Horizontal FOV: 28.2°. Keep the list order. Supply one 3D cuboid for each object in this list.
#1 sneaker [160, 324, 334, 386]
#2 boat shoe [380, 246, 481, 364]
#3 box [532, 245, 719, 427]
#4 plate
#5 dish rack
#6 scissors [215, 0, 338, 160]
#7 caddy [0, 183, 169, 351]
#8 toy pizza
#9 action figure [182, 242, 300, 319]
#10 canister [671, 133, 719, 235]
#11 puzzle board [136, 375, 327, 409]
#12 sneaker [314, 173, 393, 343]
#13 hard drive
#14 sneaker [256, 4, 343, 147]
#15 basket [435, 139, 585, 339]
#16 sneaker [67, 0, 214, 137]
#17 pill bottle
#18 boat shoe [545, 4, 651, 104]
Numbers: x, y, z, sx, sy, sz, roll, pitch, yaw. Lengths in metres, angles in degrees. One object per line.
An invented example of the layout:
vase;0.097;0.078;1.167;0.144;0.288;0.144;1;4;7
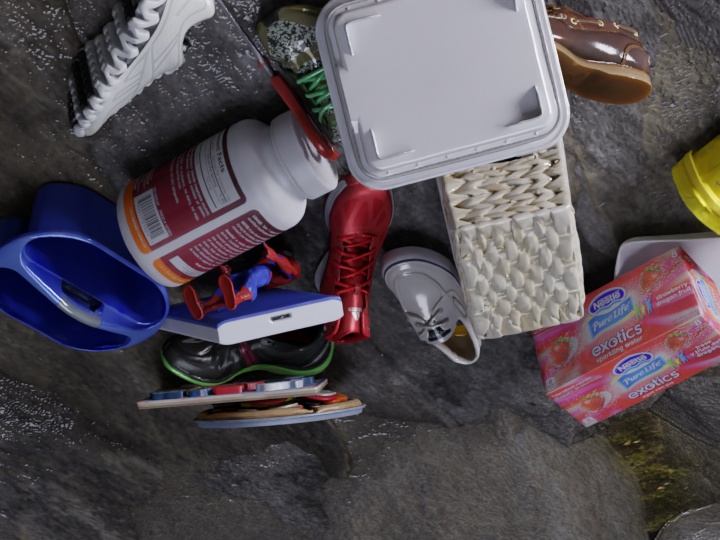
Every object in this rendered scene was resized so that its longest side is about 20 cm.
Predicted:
sneaker;-0.125;0.075;1.585;0.198;0.077;0.084;-6;135;-20
boat shoe;0.082;0.044;1.567;0.070;0.070;0.200;-17;146;18
box;0.300;0.074;1.585;0.199;0.103;0.094;-30;135;25
plate;0.376;0.018;1.635;0.197;0.033;0.201;-5;139;-5
dish rack;0.070;-0.169;1.213;0.198;0.044;0.174;-14;95;2
scissors;-0.081;-0.180;1.299;0.014;0.073;0.201;-35;100;9
caddy;-0.285;0.008;1.443;0.141;0.106;0.199;-34;134;25
toy pizza;-0.093;0.155;1.639;0.198;0.032;0.200;-5;178;0
action figure;-0.109;0.005;1.442;0.065;0.052;0.200;-21;180;21
canister;0.439;-0.117;1.452;0.148;0.087;0.200;27;127;-35
puzzle board;-0.140;0.134;1.612;0.197;0.018;0.151;-4;180;3
sneaker;0.000;0.000;1.479;0.077;0.116;0.201;-2;140;-9
hard drive;-0.117;0.043;1.455;0.131;0.026;0.200;-12;-173;-24
sneaker;-0.023;-0.163;1.309;0.076;0.089;0.200;-27;136;20
basket;0.156;-0.038;1.460;0.134;0.124;0.201;-12;140;5
sneaker;-0.198;-0.187;1.268;0.080;0.076;0.200;11;136;-35
pill bottle;-0.126;-0.073;1.375;0.199;0.114;0.113;-26;137;18
boat shoe;0.181;-0.205;1.305;0.198;0.071;0.070;10;156;-34
